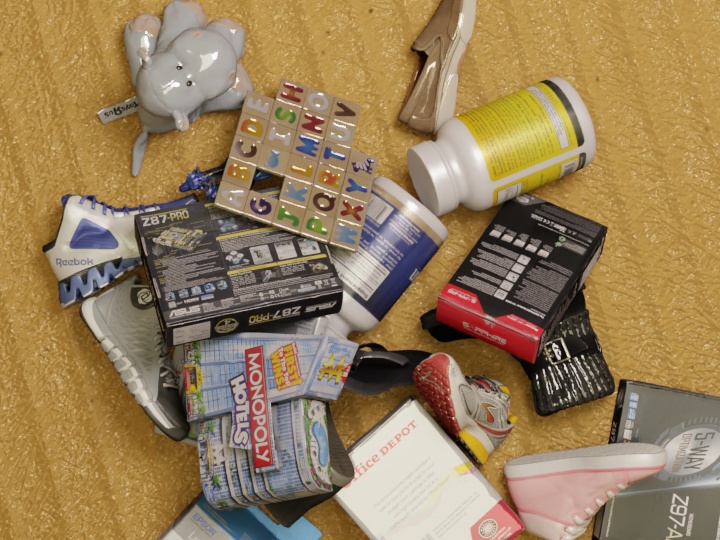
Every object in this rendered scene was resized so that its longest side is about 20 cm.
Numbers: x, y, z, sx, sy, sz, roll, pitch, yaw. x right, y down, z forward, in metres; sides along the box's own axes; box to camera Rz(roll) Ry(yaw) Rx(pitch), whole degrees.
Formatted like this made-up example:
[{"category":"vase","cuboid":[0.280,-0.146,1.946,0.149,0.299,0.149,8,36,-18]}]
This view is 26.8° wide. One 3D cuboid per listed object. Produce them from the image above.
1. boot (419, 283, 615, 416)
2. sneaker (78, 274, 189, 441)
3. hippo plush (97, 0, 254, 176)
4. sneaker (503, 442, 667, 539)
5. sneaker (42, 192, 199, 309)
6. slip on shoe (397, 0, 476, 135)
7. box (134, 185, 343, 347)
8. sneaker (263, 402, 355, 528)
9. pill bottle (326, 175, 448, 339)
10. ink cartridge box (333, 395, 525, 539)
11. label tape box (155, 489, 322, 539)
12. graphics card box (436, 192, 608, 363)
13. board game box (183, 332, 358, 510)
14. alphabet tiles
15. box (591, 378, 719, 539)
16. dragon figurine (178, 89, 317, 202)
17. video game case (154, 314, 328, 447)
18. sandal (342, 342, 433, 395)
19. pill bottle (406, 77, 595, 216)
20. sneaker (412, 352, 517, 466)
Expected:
[{"category":"boot","cuboid":[0.185,0.097,1.766,0.210,0.079,0.159,-12,90,-3]},{"category":"sneaker","cuboid":[-0.227,0.088,1.736,0.115,0.075,0.200,-35,79,-5]},{"category":"hippo plush","cuboid":[-0.217,-0.230,1.711,0.199,0.161,0.160,-31,91,-3]},{"category":"sneaker","cuboid":[0.266,0.258,1.742,0.199,0.075,0.105,-12,89,30]},{"category":"sneaker","cuboid":[-0.285,-0.052,1.745,0.199,0.081,0.115,-30,93,-1]},{"category":"slip on shoe","cuboid":[0.090,-0.261,1.773,0.060,0.076,0.201,11,96,-9]},{"category":"box","cuboid":[-0.136,-0.009,1.663,0.199,0.049,0.162,-12,56,-15]},{"category":"sneaker","cuboid":[-0.088,0.188,1.727,0.106,0.075,0.200,-41,46,19]},{"category":"pill bottle","cuboid":[0.000,0.000,1.743,0.111,0.111,0.200,40,88,-2]},{"category":"ink cartridge box","cuboid":[0.071,0.266,1.754,0.147,0.086,0.200,-40,90,-2]},{"category":"label tape box","cuboid":[-0.161,0.337,1.752,0.144,0.063,0.200,43,88,-2]},{"category":"graphics card box","cuboid":[0.184,0.003,1.716,0.125,0.051,0.200,23,52,17]},{"category":"board game box","cuboid":[-0.094,0.145,1.632,0.199,0.062,0.201,-17,71,33]},{"category":"alphabet tiles","cuboid":[-0.063,-0.126,1.709,0.166,0.008,0.201,18,56,-8]},{"category":"box","cuboid":[0.370,0.240,1.790,0.159,0.044,0.201,11,88,-2]},{"category":"dragon figurine","cuboid":[-0.116,-0.133,1.745,0.200,0.099,0.059,-35,91,-3]},{"category":"video game case","cuboid":[-0.138,0.120,1.720,0.199,0.023,0.183,13,88,36]},{"category":"sandal","cuboid":[0.026,0.102,1.718,0.076,0.200,0.043,29,110,35]},{"category":"pill bottle","cuboid":[0.160,-0.138,1.740,0.199,0.112,0.113,-23,90,-12]},{"category":"sneaker","cuboid":[0.122,0.143,1.723,0.082,0.200,0.078,-43,54,-6]}]
